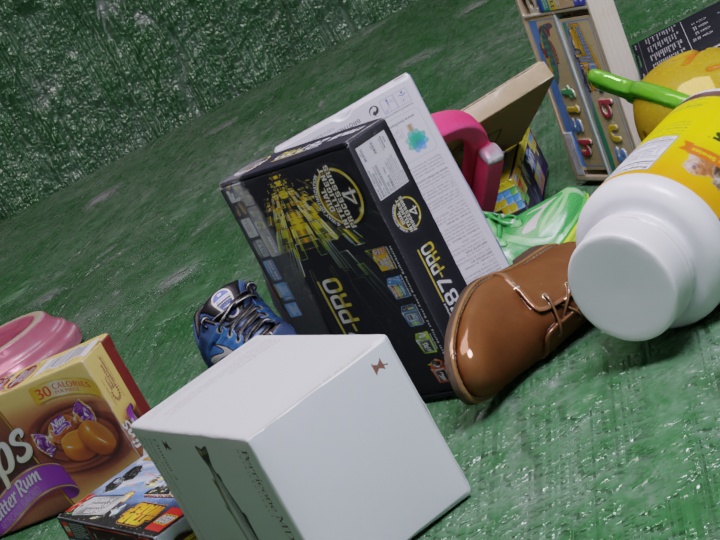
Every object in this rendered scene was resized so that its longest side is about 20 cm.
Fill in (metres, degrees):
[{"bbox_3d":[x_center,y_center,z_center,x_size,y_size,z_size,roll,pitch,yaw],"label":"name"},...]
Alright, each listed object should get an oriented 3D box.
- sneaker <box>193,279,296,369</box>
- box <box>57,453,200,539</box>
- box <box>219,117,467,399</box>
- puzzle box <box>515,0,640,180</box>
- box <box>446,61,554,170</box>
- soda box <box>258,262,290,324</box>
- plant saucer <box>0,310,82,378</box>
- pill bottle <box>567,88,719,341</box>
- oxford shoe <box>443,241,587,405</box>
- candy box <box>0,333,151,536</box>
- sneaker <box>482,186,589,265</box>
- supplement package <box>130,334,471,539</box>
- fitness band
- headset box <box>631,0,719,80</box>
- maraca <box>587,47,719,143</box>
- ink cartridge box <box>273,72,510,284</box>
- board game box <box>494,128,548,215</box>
[{"bbox_3d":[-0.098,0.059,1.736,0.078,0.090,0.200,-35,14,-21],"label":"sneaker"},{"bbox_3d":[-0.126,0.164,1.506,0.136,0.040,0.200,-34,13,-24],"label":"box"},{"bbox_3d":[0.000,0.000,1.499,0.049,0.201,0.161,-35,15,-35],"label":"box"},{"bbox_3d":[0.191,-0.172,1.750,0.025,0.202,0.133,-24,10,-19],"label":"puzzle box"},{"bbox_3d":[0.065,-0.093,1.744,0.199,0.021,0.164,-33,-10,-13],"label":"box"},{"bbox_3d":[-0.047,-0.016,1.714,0.068,0.064,0.200,-31,-30,-9],"label":"soda box"},{"bbox_3d":[-0.410,0.106,2.328,0.199,0.051,0.201,-28,12,6],"label":"plant saucer"},{"bbox_3d":[0.214,-0.035,1.373,0.109,0.110,0.200,-18,17,41],"label":"pill bottle"},{"bbox_3d":[0.121,0.027,1.435,0.071,0.072,0.200,-12,20,38],"label":"oxford shoe"},{"bbox_3d":[-0.267,0.143,1.723,0.199,0.117,0.057,-22,15,26],"label":"candy box"},{"bbox_3d":[0.090,-0.017,1.631,0.199,0.084,0.074,-27,12,5],"label":"sneaker"},{"bbox_3d":[-0.043,0.119,1.324,0.117,0.118,0.200,-34,13,-24],"label":"supplement package"},{"bbox_3d":[0.046,-0.045,1.676,0.143,0.037,0.201,-25,-33,-25],"label":"fitness band"},{"bbox_3d":[0.333,-0.176,1.692,0.199,0.093,0.174,-27,13,10],"label":"headset box"},{"bbox_3d":[0.254,-0.114,1.530,0.199,0.137,0.108,25,93,49],"label":"maraca"},{"bbox_3d":[0.032,-0.034,1.572,0.119,0.201,0.042,-28,3,3],"label":"ink cartridge box"},{"bbox_3d":[0.082,-0.054,1.858,0.164,0.057,0.200,-24,14,15],"label":"board game box"}]
